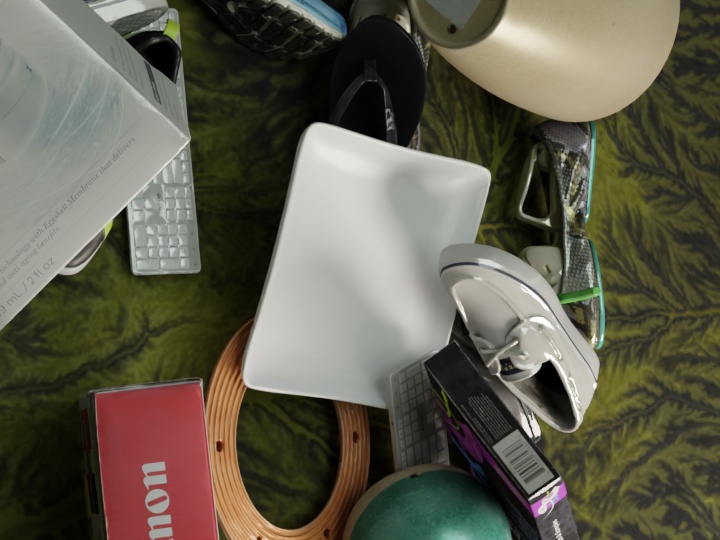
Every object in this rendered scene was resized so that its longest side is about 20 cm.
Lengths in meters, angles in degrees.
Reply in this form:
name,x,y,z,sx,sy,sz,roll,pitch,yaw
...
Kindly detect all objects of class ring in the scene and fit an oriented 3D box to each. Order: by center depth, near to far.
name,x,y,z,sx,sy,sz,roll,pitch,yaw
ring,-0.058,0.129,1.676,0.200,0.019,0.202,10,77,-52

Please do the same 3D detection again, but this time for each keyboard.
name,x,y,z,sx,sy,sz,roll,pitch,yaw
keyboard,-0.154,-0.098,1.667,0.056,0.011,0.202,-1,83,-37
keyboard,0.050,0.162,1.745,0.056,0.011,0.201,-23,117,-36

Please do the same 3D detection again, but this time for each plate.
name,x,y,z,sx,sy,sz,roll,pitch,yaw
plate,0.000,0.000,1.680,0.199,0.032,0.201,12,95,-43

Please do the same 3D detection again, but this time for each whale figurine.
name,x,y,z,sx,sy,sz,roll,pitch,yaw
whale figurine,0.061,0.251,1.704,0.158,0.104,0.201,-14,111,-15

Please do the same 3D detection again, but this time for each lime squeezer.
name,x,y,z,sx,sy,sz,roll,pitch,yaw
lime squeezer,0.114,0.003,1.783,0.038,0.200,0.071,23,100,-48

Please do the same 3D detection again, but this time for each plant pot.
name,x,y,z,sx,sy,sz,roll,pitch,yaw
plant pot,0.126,-0.214,1.764,0.199,0.186,0.189,-3,84,-57

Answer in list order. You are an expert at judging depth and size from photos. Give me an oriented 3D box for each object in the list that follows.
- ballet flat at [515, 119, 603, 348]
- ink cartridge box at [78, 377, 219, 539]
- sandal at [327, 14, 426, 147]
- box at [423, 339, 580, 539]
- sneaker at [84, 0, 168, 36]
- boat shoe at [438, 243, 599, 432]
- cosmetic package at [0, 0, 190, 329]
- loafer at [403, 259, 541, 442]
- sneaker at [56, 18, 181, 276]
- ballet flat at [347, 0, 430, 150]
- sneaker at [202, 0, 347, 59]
name,x,y,z,sx,sy,sz,roll,pitch,yaw
ballet flat,0.165,-0.030,1.874,0.072,0.072,0.202,5,79,-36
ink cartridge box,-0.140,0.179,1.526,0.083,0.176,0.202,-6,86,-9
sandal,0.002,-0.097,1.720,0.076,0.043,0.202,15,94,4
box,0.114,0.157,1.703,0.036,0.143,0.200,-34,148,-7
sneaker,-0.238,-0.191,1.588,0.199,0.078,0.080,-22,87,-34
boat shoe,0.121,0.055,1.724,0.200,0.072,0.066,51,42,-42
cosmetic package,-0.254,-0.101,1.472,0.199,0.123,0.200,-44,112,9
loafer,0.069,0.074,1.790,0.072,0.073,0.200,-41,103,-11
sneaker,-0.185,-0.093,1.593,0.071,0.083,0.201,26,75,-18
ballet flat,0.019,-0.164,1.775,0.072,0.072,0.202,7,79,-36
sneaker,-0.083,-0.238,1.714,0.200,0.078,0.090,34,60,-28
